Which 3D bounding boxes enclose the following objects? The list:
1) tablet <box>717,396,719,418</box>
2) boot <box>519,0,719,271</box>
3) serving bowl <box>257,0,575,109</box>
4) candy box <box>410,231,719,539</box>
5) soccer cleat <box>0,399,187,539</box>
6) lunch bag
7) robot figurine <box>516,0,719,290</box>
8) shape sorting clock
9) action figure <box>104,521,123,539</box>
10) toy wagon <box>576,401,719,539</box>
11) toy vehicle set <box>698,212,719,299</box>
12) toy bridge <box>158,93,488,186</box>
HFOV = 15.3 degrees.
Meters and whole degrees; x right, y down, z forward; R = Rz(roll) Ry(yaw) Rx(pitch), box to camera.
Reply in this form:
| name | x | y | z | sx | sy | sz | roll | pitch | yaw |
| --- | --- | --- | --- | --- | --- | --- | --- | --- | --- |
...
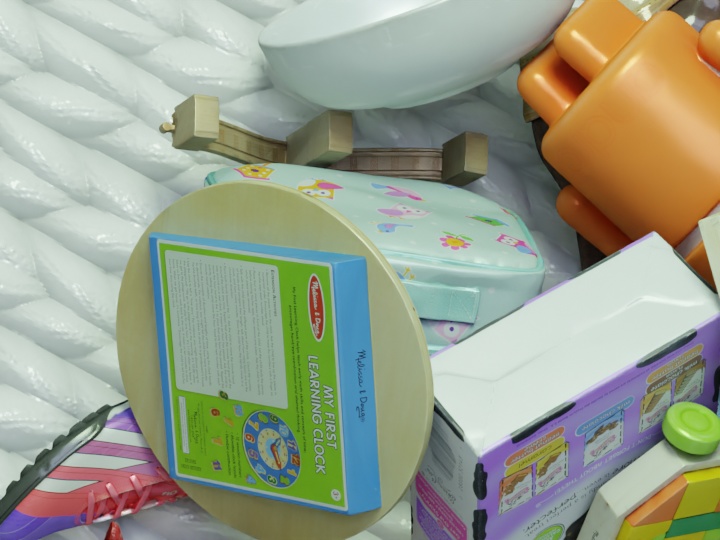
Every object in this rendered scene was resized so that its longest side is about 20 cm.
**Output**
| name | x | y | z | sx | sy | sz | roll | pitch | yaw |
| --- | --- | --- | --- | --- | --- | --- | --- | --- | --- |
| tablet | 0.267 | 0.083 | 1.598 | 0.129 | 0.014 | 0.201 | 0 | 69 | 12 |
| boot | 0.198 | -0.093 | 1.653 | 0.199 | 0.072 | 0.168 | -17 | 86 | -18 |
| serving bowl | 0.043 | -0.141 | 1.573 | 0.199 | 0.200 | 0.066 | -25 | 104 | -19 |
| candy box | 0.112 | 0.100 | 1.475 | 0.167 | 0.201 | 0.072 | -28 | 55 | -20 |
| soccer cleat | -0.119 | 0.105 | 1.504 | 0.199 | 0.068 | 0.073 | -35 | 84 | -23 |
| lunch bag | 0.000 | 0.000 | 1.514 | 0.198 | 0.161 | 0.078 | 7 | 108 | -10 |
| robot figurine | 0.184 | -0.068 | 1.545 | 0.200 | 0.117 | 0.144 | 42 | 90 | 2 |
| shape sorting clock | -0.047 | 0.050 | 1.417 | 0.039 | 0.200 | 0.200 | -23 | 73 | -50 |
| action figure | -0.048 | 0.187 | 1.498 | 0.198 | 0.052 | 0.066 | 11 | 64 | -10 |
| toy wagon | 0.210 | 0.136 | 1.498 | 0.199 | 0.156 | 0.040 | -6 | 43 | -30 |
| toy vehicle set | 0.250 | 0.054 | 1.444 | 0.124 | 0.026 | 0.201 | -20 | 95 | -51 |
| toy bridge | -0.026 | -0.073 | 1.581 | 0.199 | 0.067 | 0.027 | 6 | 75 | -26 |
